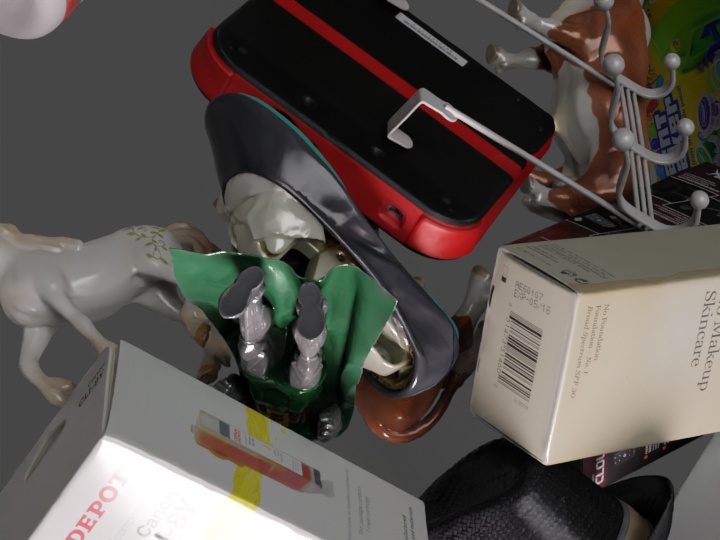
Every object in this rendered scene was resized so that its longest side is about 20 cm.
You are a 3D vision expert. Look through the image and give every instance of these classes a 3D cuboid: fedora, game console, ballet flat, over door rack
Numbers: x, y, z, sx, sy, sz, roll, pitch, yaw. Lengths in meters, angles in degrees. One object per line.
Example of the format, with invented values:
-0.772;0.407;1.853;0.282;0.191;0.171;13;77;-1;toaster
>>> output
0.079;0.154;1.028;0.092;0.200;0.201;49;60;-7;fedora
0.010;-0.102;1.096;0.199;0.031;0.177;37;37;3;game console
-0.024;-0.008;0.999;0.200;0.073;0.073;49;60;-8;ballet flat
0.115;-0.112;1.095;0.198;0.067;0.149;19;40;-16;over door rack

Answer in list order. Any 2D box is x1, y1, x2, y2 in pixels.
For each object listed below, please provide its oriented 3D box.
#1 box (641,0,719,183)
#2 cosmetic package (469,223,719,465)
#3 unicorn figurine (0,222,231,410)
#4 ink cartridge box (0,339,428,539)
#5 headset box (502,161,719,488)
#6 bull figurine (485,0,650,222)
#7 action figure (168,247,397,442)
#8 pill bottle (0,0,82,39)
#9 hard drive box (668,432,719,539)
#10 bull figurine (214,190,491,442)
0.293;-0.116;1.217;0.121;0.192;0.202;-6;80;-30;box
0.164;0.037;1.035;0.198;0.073;0.105;-7;115;-35;cosmetic package
-0.154;0.008;1.009;0.199;0.074;0.138;0;48;-47;unicorn figurine
-0.083;0.151;0.963;0.199;0.146;0.084;29;27;-18;ink cartridge box
0.171;0.038;1.142;0.199;0.077;0.150;-22;122;-30;headset box
0.146;-0.120;1.213;0.120;0.065;0.202;2;75;-24;bull figurine
-0.041;0.058;0.985;0.117;0.201;0.055;16;64;9;action figure
-0.159;-0.236;1.043;0.116;0.116;0.200;45;61;-12;pill bottle
0.253;0.170;1.144;0.200;0.076;0.157;-51;144;-30;hard drive box
0.000;0.000;1.089;0.121;0.065;0.201;-30;92;-22;bull figurine
